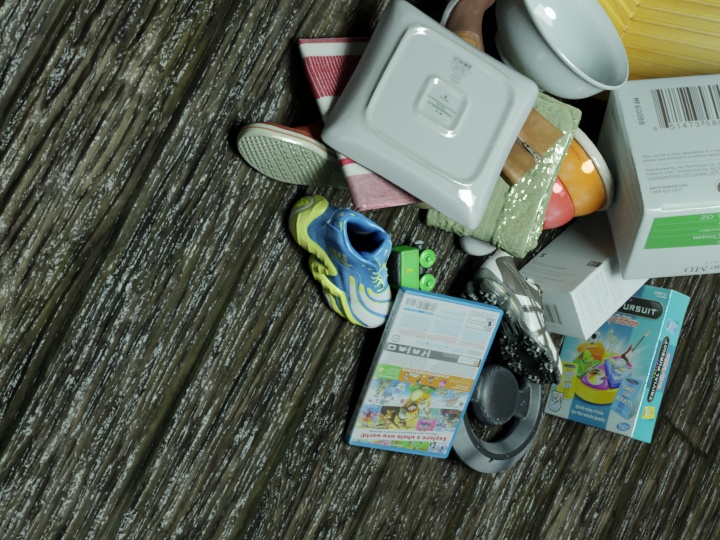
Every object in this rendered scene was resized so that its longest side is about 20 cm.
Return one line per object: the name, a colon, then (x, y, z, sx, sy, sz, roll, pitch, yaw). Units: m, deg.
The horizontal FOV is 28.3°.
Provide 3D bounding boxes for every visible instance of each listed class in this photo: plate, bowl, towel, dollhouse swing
plate: (0.084, -0.176, 1.549, 0.199, 0.032, 0.200, 30, 68, -10)
bowl: (0.229, -0.282, 1.745, 0.201, 0.090, 0.201, 30, 40, -30)
towel: (0.168, -0.128, 1.722, 0.036, 0.148, 0.200, 44, 65, -82)
towel: (0.012, -0.164, 1.576, 0.144, 0.023, 0.200, -10, 75, -45)
dollhouse swing: (0.385, -0.328, 1.849, 0.182, 0.176, 0.200, 41, 71, -40)

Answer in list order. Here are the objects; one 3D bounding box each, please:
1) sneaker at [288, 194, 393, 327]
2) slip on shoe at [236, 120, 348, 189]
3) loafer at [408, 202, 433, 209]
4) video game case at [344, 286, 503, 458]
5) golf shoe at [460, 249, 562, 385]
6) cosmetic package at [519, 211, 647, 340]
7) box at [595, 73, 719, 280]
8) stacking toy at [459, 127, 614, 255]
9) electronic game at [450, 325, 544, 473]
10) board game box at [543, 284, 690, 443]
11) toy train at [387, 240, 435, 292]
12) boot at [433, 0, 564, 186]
sneaker: (0.000, 0.000, 1.604, 0.076, 0.105, 0.200, -55, 129, -20)
slip on shoe: (-0.052, -0.134, 1.565, 0.200, 0.074, 0.061, 8, 59, -38)
loafer: (0.095, -0.161, 1.684, 0.067, 0.076, 0.200, 37, 69, -54)
video game case: (0.076, 0.124, 1.704, 0.143, 0.018, 0.200, 12, 105, -30)
golf shoe: (0.209, 0.060, 1.794, 0.200, 0.078, 0.095, 56, 51, -32)
cosmetic package: (0.304, -0.003, 1.884, 0.200, 0.113, 0.081, -42, 125, -31)
box: (0.414, -0.117, 1.784, 0.171, 0.199, 0.200, 91, -7, -61)
stacking toy: (0.202, -0.090, 1.786, 0.200, 0.146, 0.146, -35, 123, -11)
electronic game: (0.170, 0.160, 1.837, 0.200, 0.042, 0.200, -1, 92, -44)
board game box: (0.341, 0.114, 1.913, 0.047, 0.151, 0.200, 19, 85, -43)
toy train: (0.059, 0.063, 1.719, 0.056, 0.042, 0.200, -8, 104, -31)
boot: (0.157, -0.219, 1.628, 0.200, 0.068, 0.188, 40, 55, -1)
